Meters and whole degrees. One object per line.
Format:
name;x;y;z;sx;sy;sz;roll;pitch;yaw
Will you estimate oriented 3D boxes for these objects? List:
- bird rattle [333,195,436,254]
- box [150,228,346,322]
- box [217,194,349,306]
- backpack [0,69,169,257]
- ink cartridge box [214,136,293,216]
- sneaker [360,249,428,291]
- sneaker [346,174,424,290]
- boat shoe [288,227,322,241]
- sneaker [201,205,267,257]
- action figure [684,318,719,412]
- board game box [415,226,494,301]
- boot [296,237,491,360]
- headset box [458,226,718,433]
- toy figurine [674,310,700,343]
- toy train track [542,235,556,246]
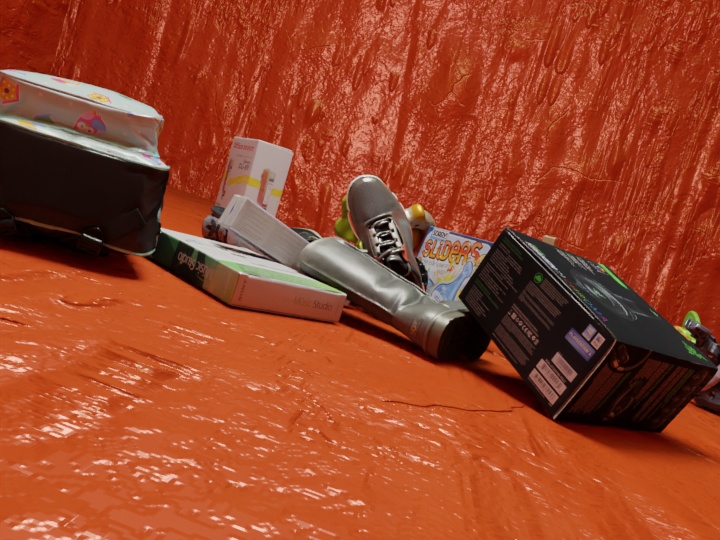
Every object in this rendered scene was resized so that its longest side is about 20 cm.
bird rattle;0.049;-0.039;1.033;0.161;0.114;0.200;-21;-34;10
box;-0.129;0.002;0.682;0.143;0.037;0.198;15;4;-45
box;-0.081;-0.020;0.770;0.199;0.042;0.038;36;-10;-37
backpack;-0.272;-0.099;0.603;0.173;0.156;0.199;10;0;-23
ink cartridge box;-0.226;-0.163;1.299;0.082;0.203;0.145;15;4;-34
sneaker;0.000;0.000;0.909;0.197;0.072;0.093;3;6;-24
sneaker;0.040;-0.032;0.818;0.076;0.203;0.082;-23;0;-1
boat shoe;-0.099;-0.035;1.048;0.067;0.073;0.199;19;4;-43
sneaker;-0.180;-0.049;0.898;0.112;0.077;0.200;18;-2;8
action figure;0.555;0.174;0.970;0.200;0.105;0.193;43;-7;-12
board game box;0.129;0.016;0.913;0.034;0.137;0.200;24;0;-23
boot;0.047;0.030;0.733;0.198;0.074;0.181;24;6;34
headset box;0.229;0.063;0.639;0.198;0.093;0.175;16;27;-35
toy figurine;0.538;0.156;1.212;0.181;0.153;0.200;5;25;15
toy train track;0.345;0.032;1.208;0.113;0.204;0.032;19;22;34
